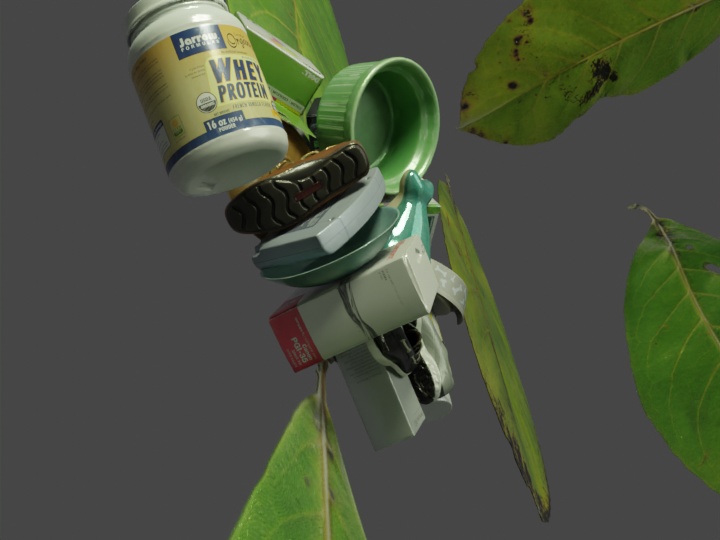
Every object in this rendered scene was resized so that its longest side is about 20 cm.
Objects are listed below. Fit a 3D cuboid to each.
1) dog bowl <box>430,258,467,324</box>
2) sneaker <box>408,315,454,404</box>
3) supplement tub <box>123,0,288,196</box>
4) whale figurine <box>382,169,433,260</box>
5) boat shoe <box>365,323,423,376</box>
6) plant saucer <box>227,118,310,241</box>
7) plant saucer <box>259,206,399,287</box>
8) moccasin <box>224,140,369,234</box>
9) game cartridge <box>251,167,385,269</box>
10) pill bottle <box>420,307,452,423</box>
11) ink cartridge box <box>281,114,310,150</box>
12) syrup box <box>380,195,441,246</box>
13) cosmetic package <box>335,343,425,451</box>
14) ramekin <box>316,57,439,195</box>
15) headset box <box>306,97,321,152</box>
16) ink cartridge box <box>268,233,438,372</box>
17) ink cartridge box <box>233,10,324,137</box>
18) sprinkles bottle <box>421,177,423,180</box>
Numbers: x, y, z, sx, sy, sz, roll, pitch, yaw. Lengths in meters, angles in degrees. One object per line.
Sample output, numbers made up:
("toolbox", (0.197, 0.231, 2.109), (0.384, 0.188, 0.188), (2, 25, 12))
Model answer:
("dog bowl", (0.112, 0.031, 1.386), (0.200, 0.197, 0.059), (47, 63, -49))
("sneaker", (0.099, 0.116, 1.219), (0.078, 0.073, 0.204), (-5, 75, -45))
("supplement tub", (-0.179, -0.203, 0.840), (0.203, 0.143, 0.144), (67, 16, 6))
("whale figurine", (0.068, -0.041, 1.087), (0.103, 0.203, 0.158), (23, 0, 34))
("boat shoe", (0.062, 0.106, 1.084), (0.200, 0.060, 0.075), (37, 27, -63))
("plant saucer", (-0.115, -0.136, 1.039), (0.199, 0.035, 0.204), (24, 61, -53))
("plant saucer", (-0.034, -0.023, 0.963), (0.202, 0.198, 0.039), (-74, 142, -67))
("moccasin", (-0.084, -0.110, 0.955), (0.074, 0.200, 0.078), (58, -11, -18))
("game cartridge", (-0.045, -0.071, 0.972), (0.041, 0.131, 0.201), (60, 37, -19))
("pill bottle", (0.100, 0.160, 1.308), (0.111, 0.110, 0.203), (46, 24, -50))
("ink cartridge box", (-0.126, -0.187, 1.174), (0.110, 0.050, 0.201), (57, 19, -31))
("syrup box", (0.019, -0.084, 1.164), (0.082, 0.197, 0.080), (51, -45, 50))
("cosmetic package", (0.023, 0.158, 1.127), (0.203, 0.070, 0.101), (67, 15, 1))
("ramekin", (0.024, -0.224, 1.137), (0.198, 0.097, 0.204), (-16, 112, -42))
("headset box", (-0.034, -0.204, 1.285), (0.175, 0.091, 0.204), (-85, 171, -67))
("ink cartridge box", (-0.003, 0.040, 0.969), (0.084, 0.197, 0.147), (64, 16, -7))
("ink cartridge box", (-0.127, -0.291, 1.093), (0.146, 0.076, 0.201), (27, 18, -31))
("sprinkles bottle", (0.043, -0.089, 1.315), (0.067, 0.200, 0.069), (22, 44, -24))
